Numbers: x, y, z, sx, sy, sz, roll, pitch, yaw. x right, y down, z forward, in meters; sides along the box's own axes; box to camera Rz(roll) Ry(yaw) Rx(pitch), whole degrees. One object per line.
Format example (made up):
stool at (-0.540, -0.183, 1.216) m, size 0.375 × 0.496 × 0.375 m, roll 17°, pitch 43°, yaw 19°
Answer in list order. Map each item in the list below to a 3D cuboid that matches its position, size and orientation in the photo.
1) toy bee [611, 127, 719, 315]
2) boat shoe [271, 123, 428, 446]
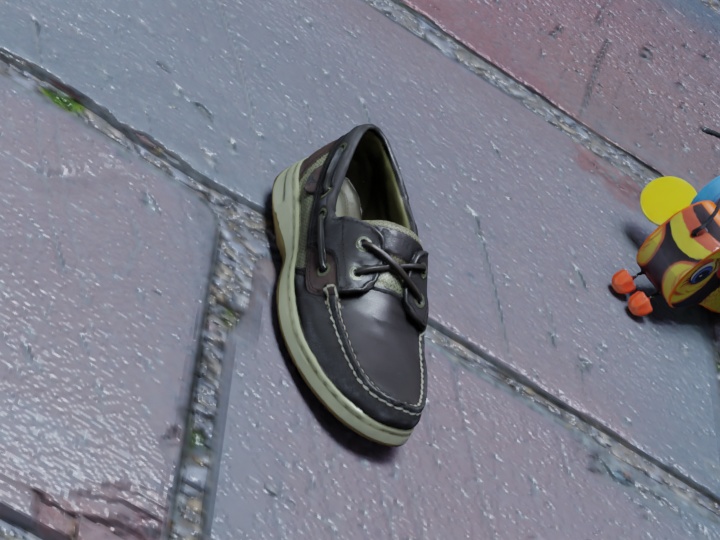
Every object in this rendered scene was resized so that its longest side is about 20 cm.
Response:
toy bee at (0.199, -0.013, 1.613) m, size 0.200 × 0.108 × 0.131 m, roll 50°, pitch 6°, yaw -42°
boat shoe at (0.000, 0.000, 1.355) m, size 0.073 × 0.065 × 0.201 m, roll 23°, pitch 32°, yaw -32°
